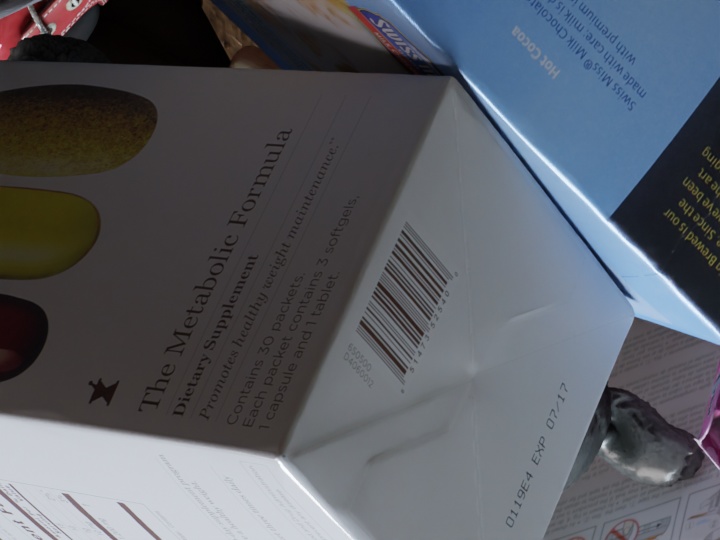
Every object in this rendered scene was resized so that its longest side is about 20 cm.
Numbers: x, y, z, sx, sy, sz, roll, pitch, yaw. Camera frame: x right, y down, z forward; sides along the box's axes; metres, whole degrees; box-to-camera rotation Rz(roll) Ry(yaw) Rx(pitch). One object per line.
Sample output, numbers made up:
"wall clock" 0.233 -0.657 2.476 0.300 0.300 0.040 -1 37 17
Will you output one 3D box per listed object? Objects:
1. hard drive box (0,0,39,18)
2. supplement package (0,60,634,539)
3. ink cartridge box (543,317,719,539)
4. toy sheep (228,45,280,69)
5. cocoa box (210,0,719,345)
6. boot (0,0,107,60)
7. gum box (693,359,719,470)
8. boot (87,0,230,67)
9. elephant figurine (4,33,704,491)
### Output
"hard drive box" -0.135 -0.169 0.830 0.156 0.076 0.201 -50 -62 -76
"supplement package" -0.050 0.020 0.777 0.199 0.114 0.110 4 149 38
"ink cartridge box" 0.103 0.080 1.016 0.160 0.201 0.047 -24 124 38
"toy sheep" 0.034 -0.043 1.072 0.200 0.138 0.138 31 168 29
"cocoa box" 0.043 -0.096 0.779 0.200 0.131 0.133 43 168 -29
"boot" -0.086 -0.135 1.013 0.072 0.145 0.200 38 169 -3
"gum box" 0.194 0.054 0.938 0.066 0.114 0.200 -15 133 42
"boot" -0.056 -0.061 1.178 0.200 0.077 0.139 48 -159 -49
"elephant figurine" 0.000 0.000 0.920 0.142 0.155 0.201 46 160 39
